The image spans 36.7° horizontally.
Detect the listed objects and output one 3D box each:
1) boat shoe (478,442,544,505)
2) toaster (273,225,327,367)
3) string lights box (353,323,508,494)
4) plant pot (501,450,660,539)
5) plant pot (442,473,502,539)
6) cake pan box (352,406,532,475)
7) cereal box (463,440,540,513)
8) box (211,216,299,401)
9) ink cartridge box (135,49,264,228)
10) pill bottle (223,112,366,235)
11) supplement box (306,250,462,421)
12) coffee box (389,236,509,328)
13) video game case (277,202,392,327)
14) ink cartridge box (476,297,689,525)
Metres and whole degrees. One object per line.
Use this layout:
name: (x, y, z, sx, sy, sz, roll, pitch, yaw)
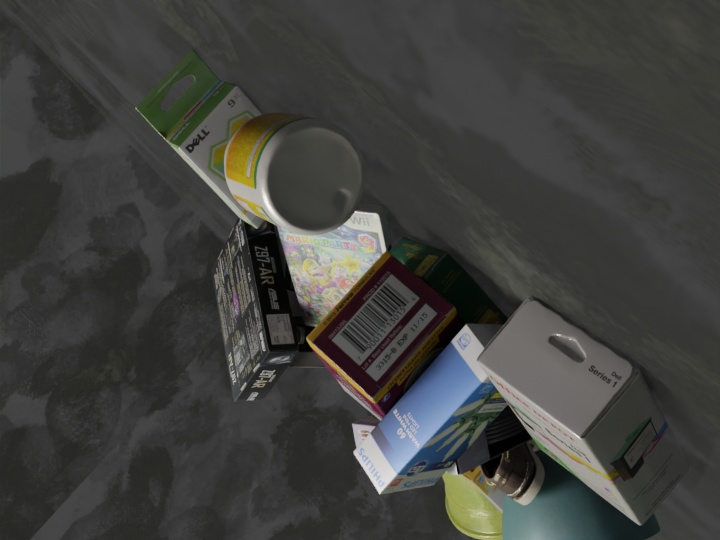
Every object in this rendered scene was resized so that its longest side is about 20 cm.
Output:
boat shoe: (0.174, 0.226, 1.372, 0.059, 0.072, 0.200, 29, -169, -14)
toaster: (-0.085, 0.020, 1.493, 0.117, 0.183, 0.200, 0, -166, -24)
string lights box: (0.092, 0.145, 1.137, 0.102, 0.200, 0.059, 4, -139, -51)
plant pot: (0.263, 0.291, 1.381, 0.200, 0.198, 0.136, 83, 171, -79)
plant pot: (0.181, 0.250, 1.570, 0.200, 0.200, 0.185, 32, 155, 57)
cake pan box: (0.119, 0.188, 1.320, 0.199, 0.183, 0.053, -2, 104, 54)
cereal box: (0.254, 0.292, 1.490, 0.200, 0.144, 0.039, 44, 171, -17)
box: (-0.142, 0.049, 1.425, 0.160, 0.043, 0.202, 126, 137, -53)
ink cartridge box: (-0.163, -0.158, 1.313, 0.200, 0.104, 0.059, 47, 171, -29)
pill bottle: (-0.078, -0.105, 1.125, 0.113, 0.113, 0.200, 45, 172, -22)
supplement box: (0.037, 0.088, 1.185, 0.103, 0.131, 0.200, 39, 172, 21)
coffee box: (0.120, 0.050, 1.214, 0.200, 0.044, 0.123, 46, 172, -21)
video game case: (-0.023, -0.001, 1.291, 0.142, 0.018, 0.201, 9, 134, 25)
ink cartridge box: (0.215, 0.137, 1.038, 0.145, 0.084, 0.200, 36, 169, 43)
